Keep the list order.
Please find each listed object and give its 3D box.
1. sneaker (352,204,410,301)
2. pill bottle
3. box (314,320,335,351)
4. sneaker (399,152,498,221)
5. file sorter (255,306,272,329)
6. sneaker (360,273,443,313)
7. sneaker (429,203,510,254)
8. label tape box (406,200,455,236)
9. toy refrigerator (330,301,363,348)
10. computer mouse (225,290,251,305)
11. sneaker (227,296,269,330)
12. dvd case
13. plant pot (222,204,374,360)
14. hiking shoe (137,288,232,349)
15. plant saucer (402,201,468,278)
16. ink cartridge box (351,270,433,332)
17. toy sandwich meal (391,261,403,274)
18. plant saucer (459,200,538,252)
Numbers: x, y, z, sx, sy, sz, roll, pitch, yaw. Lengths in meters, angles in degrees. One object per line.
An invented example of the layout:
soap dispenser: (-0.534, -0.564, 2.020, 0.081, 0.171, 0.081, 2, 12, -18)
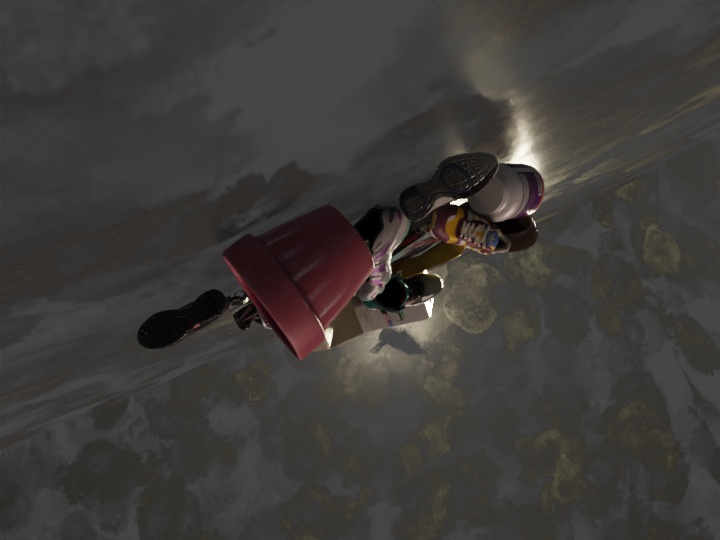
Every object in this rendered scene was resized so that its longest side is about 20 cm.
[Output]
sneaker: (0.008, -0.035, 1.059, 0.139, 0.077, 0.203, 1, 113, -54)
pill bottle: (0.290, -0.159, 1.120, 0.112, 0.114, 0.199, -28, 172, 37)
box: (-0.096, 0.081, 1.209, 0.081, 0.069, 0.202, -10, -142, 14)
sneaker: (0.155, -0.154, 0.955, 0.198, 0.075, 0.087, -20, -171, 45)
file sorter: (-0.118, 0.023, 1.098, 0.197, 0.126, 0.139, -22, 173, -4)
sneaker: (0.103, 0.045, 1.242, 0.196, 0.085, 0.121, -12, 179, -9)
sneaker: (0.211, -0.075, 1.045, 0.089, 0.076, 0.198, 23, -169, 41)
label tape box: (0.141, -0.110, 1.202, 0.197, 0.067, 0.143, -22, 173, -2)
toy refrigerator: (-0.068, 0.078, 1.366, 0.069, 0.203, 0.076, -18, 172, -35)
computer mouse: (-0.203, 0.043, 1.274, 0.198, 0.054, 0.138, -28, 171, 32)
sneaker: (-0.238, 0.096, 1.415, 0.197, 0.088, 0.080, -20, 175, -29)
dvd case: (0.133, -0.065, 1.159, 0.145, 0.022, 0.199, -16, 166, -42)
plant pot: (-0.084, 0.003, 0.853, 0.178, 0.201, 0.200, -37, 177, -13)
hiking shoe: (-0.359, 0.109, 1.152, 0.197, 0.077, 0.101, -24, 170, -3)
plant saucer: (0.192, -0.084, 1.331, 0.199, 0.049, 0.201, -25, -159, 49)
ink cartridge box: (0.080, 0.075, 1.427, 0.197, 0.085, 0.145, -13, -157, 18)
toy sandwich meal: (0.058, -0.009, 1.448, 0.201, 0.072, 0.205, -14, -167, 3)
plant saucer: (0.294, -0.109, 1.219, 0.198, 0.200, 0.035, -19, 133, -28)
